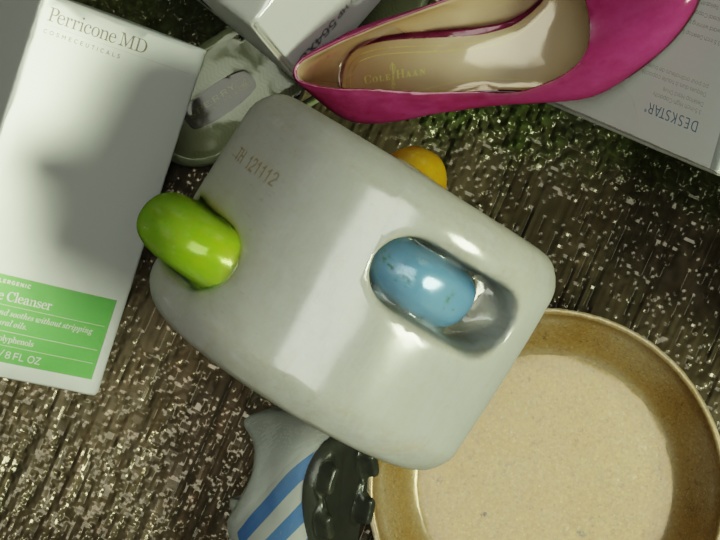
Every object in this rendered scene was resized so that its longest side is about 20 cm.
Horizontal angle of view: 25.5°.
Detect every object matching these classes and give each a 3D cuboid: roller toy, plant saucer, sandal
[{"bbox_3d":[0.000,0.000,0.810,0.182,0.200,0.140,33,93,15],"label":"roller toy"},{"bbox_3d":[0.104,0.121,0.897,0.199,0.035,0.201,0,90,5],"label":"plant saucer"},{"bbox_3d":[-0.036,-0.129,0.892,0.201,0.057,0.080,-41,88,3],"label":"sandal"}]

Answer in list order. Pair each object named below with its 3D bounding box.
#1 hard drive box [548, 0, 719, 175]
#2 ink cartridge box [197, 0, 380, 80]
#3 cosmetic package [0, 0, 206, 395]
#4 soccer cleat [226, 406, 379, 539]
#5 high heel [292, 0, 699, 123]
[{"bbox_3d":[0.177,-0.163,0.801,0.077,0.156,0.201,2,109,-34],"label":"hard drive box"},{"bbox_3d":[-0.063,-0.220,0.848,0.200,0.084,0.146,40,89,23],"label":"ink cartridge box"},{"bbox_3d":[-0.173,-0.046,0.866,0.107,0.085,0.201,14,97,-37],"label":"cosmetic package"},{"bbox_3d":[-0.040,0.172,0.900,0.086,0.070,0.201,19,107,40],"label":"soccer cleat"},{"bbox_3d":[0.065,-0.112,0.786,0.199,0.096,0.068,-20,78,37],"label":"high heel"}]
